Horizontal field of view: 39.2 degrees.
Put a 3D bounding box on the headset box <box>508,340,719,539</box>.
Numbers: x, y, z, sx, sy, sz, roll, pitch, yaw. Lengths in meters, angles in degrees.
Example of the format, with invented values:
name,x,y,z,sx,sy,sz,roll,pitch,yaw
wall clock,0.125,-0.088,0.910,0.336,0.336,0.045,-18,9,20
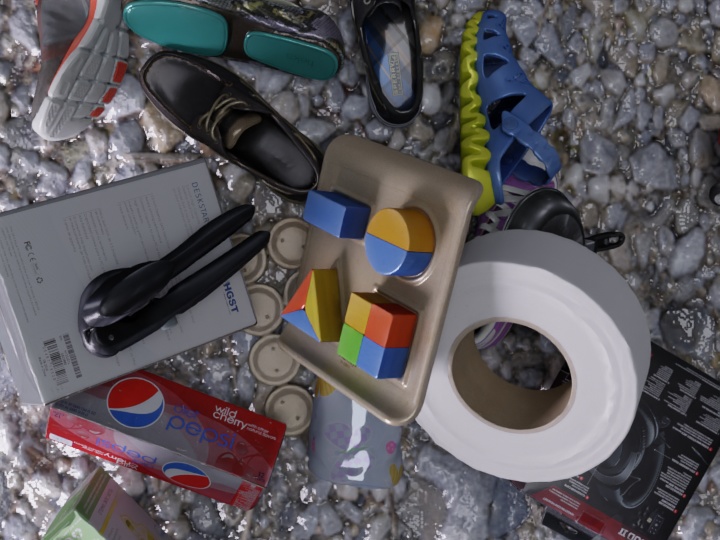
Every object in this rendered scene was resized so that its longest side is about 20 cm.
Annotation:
name,x,y,z,sx,sy,sz,roll,pitch,yaw
headset box,0.241,0.165,0.952,0.149,0.077,0.200,29,91,-6

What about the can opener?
name,x,y,z,sx,sy,sz,roll,pitch,yaw
can opener,-0.145,0.007,0.818,0.200,0.079,0.064,-33,110,-44

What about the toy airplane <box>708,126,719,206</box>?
name,x,y,z,sx,sy,sz,roll,pitch,yaw
toy airplane,0.441,-0.078,0.924,0.199,0.141,0.200,-18,80,-25

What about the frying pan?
name,x,y,z,sx,sy,sz,roll,pitch,yaw
frying pan,0.184,-0.004,0.902,0.190,0.031,0.115,23,85,-44

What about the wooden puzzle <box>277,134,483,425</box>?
name,x,y,z,sx,sy,sz,roll,pitch,yaw
wooden puzzle,0.000,0.000,0.822,0.046,0.185,0.200,8,103,-40

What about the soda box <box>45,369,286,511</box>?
name,x,y,z,sx,sy,sz,roll,pitch,yaw
soda box,-0.173,0.143,0.904,0.200,0.063,0.070,23,50,-6

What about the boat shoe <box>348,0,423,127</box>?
name,x,y,z,sx,sy,sz,roll,pitch,yaw
boat shoe,0.021,-0.230,0.912,0.070,0.066,0.200,-7,94,-5

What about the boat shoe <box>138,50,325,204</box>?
name,x,y,z,sx,sy,sz,roll,pitch,yaw
boat shoe,-0.107,-0.133,0.902,0.200,0.073,0.075,32,90,-7

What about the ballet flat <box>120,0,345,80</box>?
name,x,y,z,sx,sy,sz,roll,pitch,yaw
ballet flat,-0.110,-0.223,0.905,0.200,0.072,0.072,13,92,-10

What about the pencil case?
name,x,y,z,sx,sy,sz,roll,pitch,yaw
pencil case,0.007,0.095,0.906,0.091,0.083,0.200,6,92,-15

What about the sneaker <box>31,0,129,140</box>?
name,x,y,z,sx,sy,sz,roll,pitch,yaw
sneaker,-0.253,-0.214,0.896,0.082,0.077,0.200,23,90,20

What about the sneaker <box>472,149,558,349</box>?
name,x,y,z,sx,sy,sz,roll,pitch,yaw
sneaker,0.129,-0.025,0.906,0.073,0.114,0.201,13,91,15

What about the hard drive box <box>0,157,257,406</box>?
name,x,y,z,sx,sy,sz,roll,pitch,yaw
hard drive box,-0.208,0.007,0.857,0.200,0.077,0.156,-19,95,-32

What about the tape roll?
name,x,y,z,sx,sy,sz,roll,pitch,yaw
tape roll,0.131,0.071,0.828,0.202,0.071,0.203,10,118,20

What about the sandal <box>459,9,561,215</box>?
name,x,y,z,sx,sy,sz,roll,pitch,yaw
sandal,0.130,-0.142,0.898,0.087,0.080,0.200,-3,70,7

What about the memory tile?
name,x,y,z,sx,sy,sz,roll,pitch,yaw
memory tile,-0.040,0.045,0.948,0.153,0.017,0.200,-18,94,-5

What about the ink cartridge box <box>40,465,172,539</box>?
name,x,y,z,sx,sy,sz,roll,pitch,yaw
ink cartridge box,-0.184,0.272,0.881,0.048,0.146,0.200,-44,96,-3
